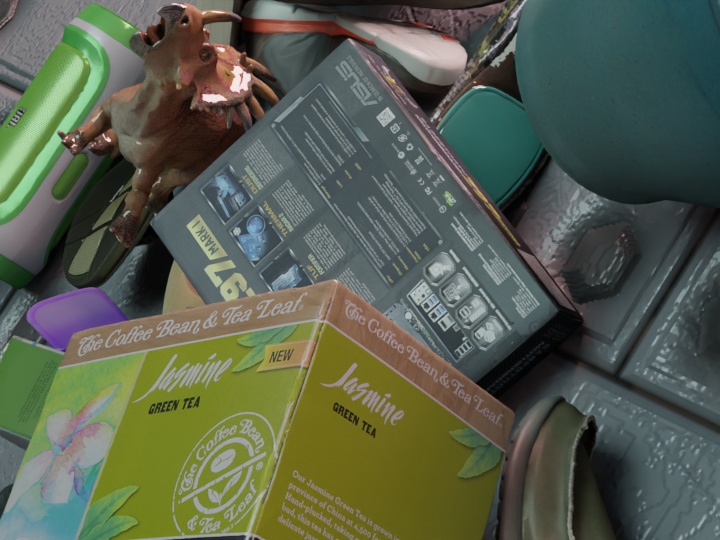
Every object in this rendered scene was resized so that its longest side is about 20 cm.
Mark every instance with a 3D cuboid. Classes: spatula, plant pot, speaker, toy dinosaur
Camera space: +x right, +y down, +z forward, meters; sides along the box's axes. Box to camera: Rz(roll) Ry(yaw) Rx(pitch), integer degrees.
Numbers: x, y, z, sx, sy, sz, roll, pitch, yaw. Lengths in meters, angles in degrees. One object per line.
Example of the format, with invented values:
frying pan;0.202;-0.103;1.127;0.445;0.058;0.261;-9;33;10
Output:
spatula;-0.141;0.043;1.185;0.200;0.056;0.021;20;122;58
plant pot;0.180;-0.117;0.957;0.188;0.200;0.201;-19;47;57
speaker;-0.218;-0.089;1.431;0.200;0.088;0.088;-57;37;-4
toy dinosaur;-0.099;-0.092;1.181;0.135;0.086;0.200;-38;-2;10

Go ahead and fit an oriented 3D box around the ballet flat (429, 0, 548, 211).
ballet flat;0.087;-0.101;1.146;0.201;0.072;0.072;-56;37;-3

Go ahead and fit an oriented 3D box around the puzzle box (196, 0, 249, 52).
puzzle box;-0.084;-0.242;1.323;0.133;0.025;0.201;-78;-6;-80

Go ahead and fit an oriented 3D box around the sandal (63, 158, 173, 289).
sandal;-0.123;-0.061;1.339;0.080;0.057;0.201;1;48;53

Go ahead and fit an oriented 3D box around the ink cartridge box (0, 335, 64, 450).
ink cartridge box;-0.131;0.101;1.174;0.200;0.104;0.059;12;72;50

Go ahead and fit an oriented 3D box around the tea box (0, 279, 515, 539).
tea box;-0.062;0.130;0.925;0.200;0.134;0.197;-12;50;45

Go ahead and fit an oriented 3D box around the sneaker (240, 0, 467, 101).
sneaker;-0.007;-0.121;1.264;0.200;0.077;0.082;21;104;53

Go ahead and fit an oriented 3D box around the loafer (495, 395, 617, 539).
loafer;0.098;0.151;0.935;0.069;0.075;0.200;2;57;11

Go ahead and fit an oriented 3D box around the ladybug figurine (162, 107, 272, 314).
ladybug figurine;-0.048;-0.012;1.200;0.136;0.072;0.200;8;68;50

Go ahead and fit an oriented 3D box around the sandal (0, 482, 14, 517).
sandal;-0.193;0.179;1.225;0.200;0.048;0.075;16;73;51

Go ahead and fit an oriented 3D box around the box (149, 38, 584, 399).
box;0.000;0.000;1.085;0.158;0.051;0.200;-42;68;12

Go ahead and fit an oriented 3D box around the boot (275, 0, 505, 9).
boot;0.010;-0.183;1.193;0.199;0.131;0.068;-4;99;21
